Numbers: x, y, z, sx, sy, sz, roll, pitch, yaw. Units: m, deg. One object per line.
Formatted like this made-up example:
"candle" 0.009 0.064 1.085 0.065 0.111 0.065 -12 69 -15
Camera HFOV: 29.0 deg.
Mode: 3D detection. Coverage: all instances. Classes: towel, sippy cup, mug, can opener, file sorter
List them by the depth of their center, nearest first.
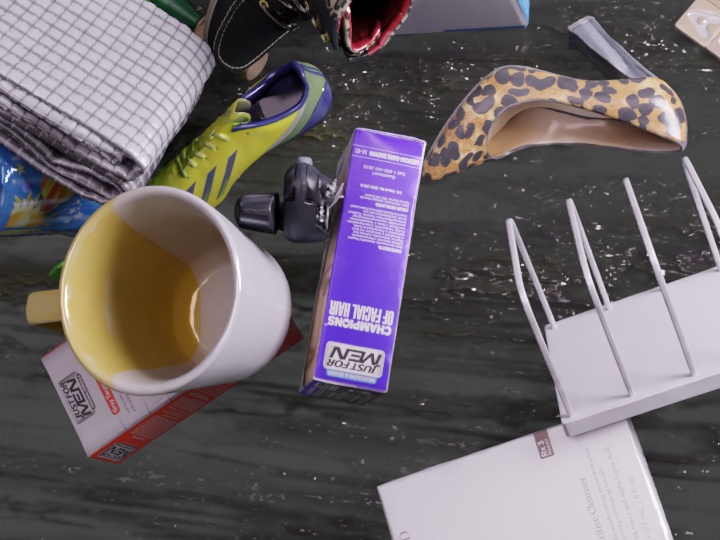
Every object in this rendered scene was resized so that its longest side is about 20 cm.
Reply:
"file sorter" 0.218 0.005 1.010 0.198 0.139 0.125 -19 116 11
"mug" -0.140 0.016 1.066 0.185 0.153 0.151 28 93 23
"can opener" -0.048 -0.059 1.103 0.078 0.200 0.064 14 96 3
"towel" -0.238 -0.159 1.141 0.199 0.086 0.166 30 48 -5
"sippy cup" -0.286 -0.086 1.192 0.177 0.130 0.141 31 119 28

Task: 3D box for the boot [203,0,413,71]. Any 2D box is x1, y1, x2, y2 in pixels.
"boot" -0.045 -0.211 1.123 0.204 0.073 0.154 -47 43 23

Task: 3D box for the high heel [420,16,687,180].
"high heel" 0.156 -0.103 1.114 0.199 0.072 0.143 -37 62 -4

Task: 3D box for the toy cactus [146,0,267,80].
"toy cactus" -0.154 -0.234 1.244 0.164 0.102 0.201 36 80 12

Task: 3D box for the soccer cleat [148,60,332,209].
"soccer cleat" -0.114 -0.113 1.196 0.199 0.084 0.065 -36 69 6

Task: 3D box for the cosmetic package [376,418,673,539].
"cosmetic package" 0.124 0.187 1.049 0.198 0.081 0.114 -22 73 10

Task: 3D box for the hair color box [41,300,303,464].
"hair color box" -0.159 0.066 1.178 0.199 0.061 0.102 -33 70 6

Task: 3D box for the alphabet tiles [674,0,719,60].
"alphabet tiles" 0.379 -0.226 1.113 0.167 0.008 0.200 40 91 22

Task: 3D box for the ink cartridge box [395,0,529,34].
"ink cartridge box" 0.072 -0.313 1.188 0.144 0.084 0.202 0 76 19

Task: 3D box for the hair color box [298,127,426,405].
"hair color box" 0.000 0.000 1.113 0.064 0.109 0.202 9 78 -7
